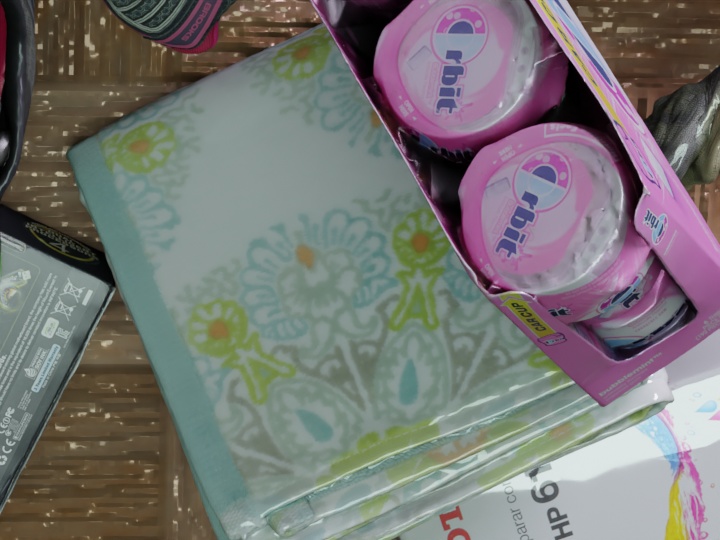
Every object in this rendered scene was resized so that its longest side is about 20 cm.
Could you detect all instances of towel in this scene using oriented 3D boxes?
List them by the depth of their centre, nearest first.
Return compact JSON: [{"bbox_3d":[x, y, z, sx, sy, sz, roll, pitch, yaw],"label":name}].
[{"bbox_3d":[0.000,0.000,1.059,0.170,0.201,0.048,-24,151,-2],"label":"towel"}]

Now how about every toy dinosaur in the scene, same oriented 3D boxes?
[{"bbox_3d":[0.128,-0.040,1.063,0.047,0.088,0.200,22,131,-30],"label":"toy dinosaur"}]

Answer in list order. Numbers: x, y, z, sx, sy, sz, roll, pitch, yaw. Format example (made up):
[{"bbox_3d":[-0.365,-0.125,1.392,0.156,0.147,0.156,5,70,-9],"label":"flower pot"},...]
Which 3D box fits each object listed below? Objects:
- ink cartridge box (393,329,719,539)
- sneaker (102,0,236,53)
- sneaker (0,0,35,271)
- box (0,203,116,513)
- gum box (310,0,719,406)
[{"bbox_3d":[0.115,0.102,1.135,0.199,0.085,0.145,-19,107,0],"label":"ink cartridge box"},{"bbox_3d":[-0.017,-0.161,1.057,0.200,0.081,0.075,-36,125,10],"label":"sneaker"},{"bbox_3d":[-0.154,-0.037,1.011,0.076,0.084,0.201,6,116,-7],"label":"sneaker"},{"bbox_3d":[-0.206,0.053,1.103,0.161,0.049,0.201,24,101,-14],"label":"box"},{"bbox_3d":[0.048,-0.056,0.979,0.066,0.201,0.113,-35,151,10],"label":"gum box"}]
